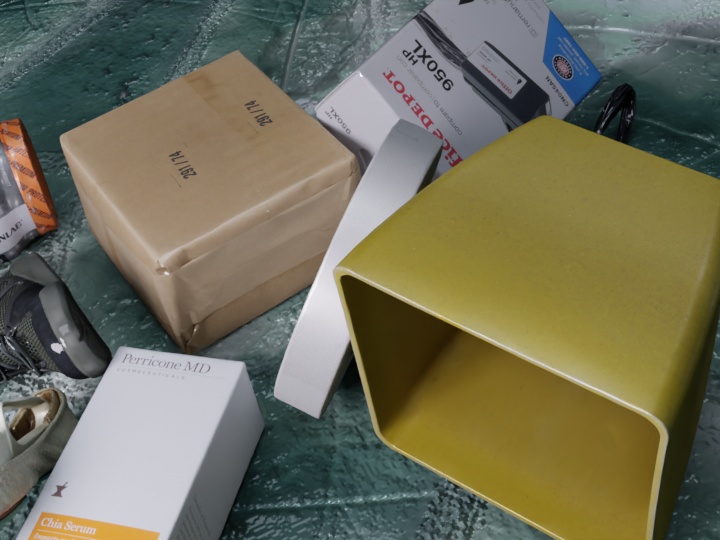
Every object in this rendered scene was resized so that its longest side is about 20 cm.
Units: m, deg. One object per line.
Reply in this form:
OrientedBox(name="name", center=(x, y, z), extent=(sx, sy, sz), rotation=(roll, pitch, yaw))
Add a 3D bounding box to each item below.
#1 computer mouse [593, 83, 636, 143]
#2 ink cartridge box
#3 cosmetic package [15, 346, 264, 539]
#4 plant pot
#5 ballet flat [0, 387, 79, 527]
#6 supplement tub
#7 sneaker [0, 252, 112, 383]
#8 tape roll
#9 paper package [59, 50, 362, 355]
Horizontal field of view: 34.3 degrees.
OrientedBox(name="computer mouse", center=(0.167, -0.087, 0.946), extent=(0.034, 0.059, 0.200), rotation=(9, 43, 43))
OrientedBox(name="ink cartridge box", center=(0.082, -0.142, 0.945), extent=(0.145, 0.084, 0.200), rotation=(49, 59, -7))
OrientedBox(name="cosmetic package", center=(-0.144, 0.151, 0.752), extent=(0.100, 0.072, 0.202), rotation=(5, 46, 16))
OrientedBox(name="plant pot", center=(0.124, 0.029, 0.701), extent=(0.198, 0.201, 0.177), rotation=(24, 62, 25))
OrientedBox(name="ballet flat", center=(-0.234, 0.120, 0.739), extent=(0.066, 0.063, 0.200), rotation=(-16, 6, 8))
OrientedBox(name="supplement tub", center=(-0.359, -0.048, 0.960), extent=(0.197, 0.124, 0.123), rotation=(-20, 44, -9))
OrientedBox(name="sneaker", center=(-0.250, 0.055, 0.847), extent=(0.114, 0.077, 0.199), rotation=(-38, 29, -16))
OrientedBox(name="tape roll", center=(0.000, 0.000, 0.785), extent=(0.037, 0.204, 0.204), rotation=(25, 51, 4))
OrientedBox(name="paper package", center=(-0.116, -0.061, 0.939), extent=(0.189, 0.105, 0.200), rotation=(-29, 46, -20))
